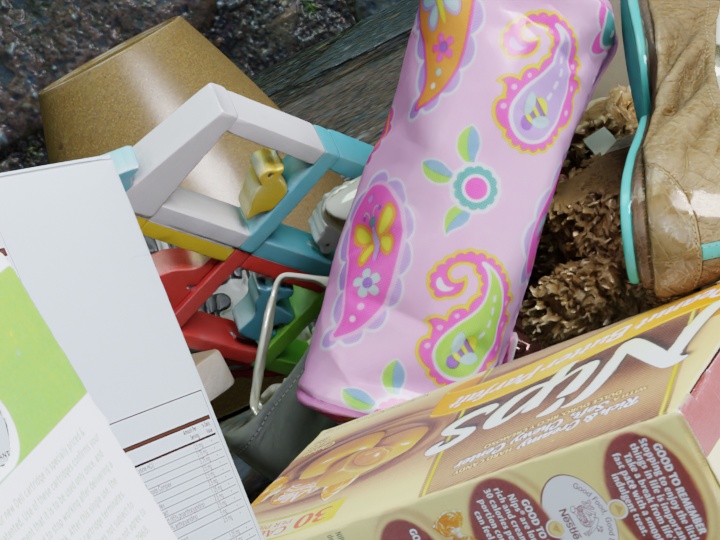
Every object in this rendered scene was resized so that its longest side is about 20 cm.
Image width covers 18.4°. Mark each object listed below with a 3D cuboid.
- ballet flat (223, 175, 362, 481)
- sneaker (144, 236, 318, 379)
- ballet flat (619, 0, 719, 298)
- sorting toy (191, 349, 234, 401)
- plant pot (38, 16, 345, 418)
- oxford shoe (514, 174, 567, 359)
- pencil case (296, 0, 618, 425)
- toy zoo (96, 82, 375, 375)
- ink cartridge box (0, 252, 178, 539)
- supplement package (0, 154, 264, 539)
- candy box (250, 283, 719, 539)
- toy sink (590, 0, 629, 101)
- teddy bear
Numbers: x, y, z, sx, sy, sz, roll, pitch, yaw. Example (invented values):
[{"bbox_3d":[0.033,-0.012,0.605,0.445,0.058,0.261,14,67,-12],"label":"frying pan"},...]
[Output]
[{"bbox_3d":[0.000,0.000,0.964,0.200,0.064,0.067,-64,-5,1],"label":"ballet flat"},{"bbox_3d":[-0.082,0.029,1.122,0.200,0.077,0.085,5,-33,-18],"label":"sneaker"},{"bbox_3d":[0.133,-0.058,0.829,0.072,0.068,0.200,-5,30,9],"label":"ballet flat"},{"bbox_3d":[-0.170,0.125,1.051,0.199,0.070,0.200,-35,12,-32],"label":"sorting toy"},{"bbox_3d":[-0.094,-0.037,1.271,0.186,0.200,0.186,-27,11,5],"label":"plant pot"},{"bbox_3d":[0.090,-0.001,1.040,0.200,0.071,0.074,-45,-18,-35],"label":"oxford shoe"},{"bbox_3d":[0.039,-0.024,0.887,0.087,0.087,0.200,-167,94,-75],"label":"pencil case"},{"bbox_3d":[-0.053,-0.015,1.002,0.200,0.020,0.131,18,-54,-41],"label":"toy zoo"},{"bbox_3d":[-0.086,0.116,0.511,0.076,0.200,0.148,-24,11,22],"label":"ink cartridge box"},{"bbox_3d":[-0.152,0.094,0.718,0.191,0.200,0.147,-22,-2,29],"label":"supplement package"},{"bbox_3d":[0.051,0.073,0.759,0.200,0.055,0.115,-22,13,32],"label":"candy box"},{"bbox_3d":[0.145,-0.172,1.038,0.130,0.112,0.200,-16,38,36],"label":"toy sink"},{"bbox_3d":[0.123,-0.021,0.920,0.145,0.067,0.200,-47,27,-26],"label":"teddy bear"}]
